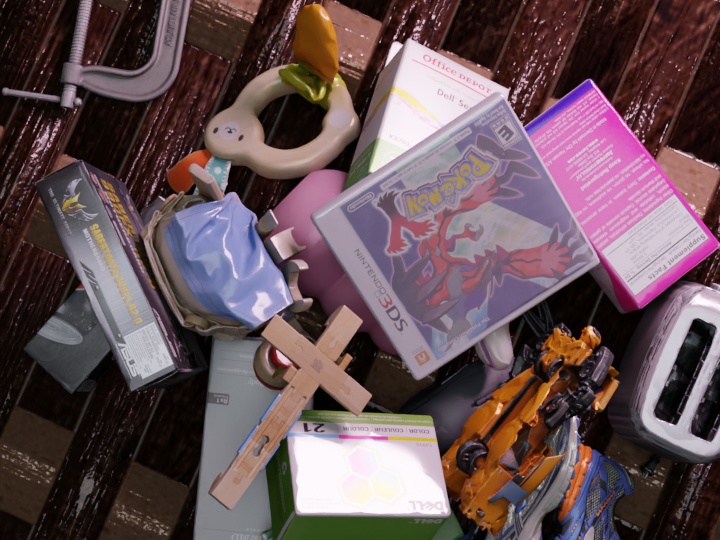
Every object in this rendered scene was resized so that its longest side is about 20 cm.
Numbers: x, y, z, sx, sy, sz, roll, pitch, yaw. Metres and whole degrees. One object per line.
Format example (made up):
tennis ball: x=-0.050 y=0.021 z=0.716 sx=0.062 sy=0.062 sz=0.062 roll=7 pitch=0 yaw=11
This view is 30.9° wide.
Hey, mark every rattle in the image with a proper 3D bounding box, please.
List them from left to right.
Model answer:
rattle: x=-0.105 y=-0.148 z=1.241 sx=0.198 sy=0.143 sz=0.131 roll=-20 pitch=78 yaw=-2

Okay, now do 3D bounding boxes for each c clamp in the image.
c clamp: x=-0.258 y=-0.253 z=1.316 sx=0.169 sy=0.027 sz=0.202 roll=15 pitch=87 yaw=3

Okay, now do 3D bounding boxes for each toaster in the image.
toaster: x=0.306 y=0.102 z=1.220 sx=0.113 sy=0.129 sz=0.201 roll=26 pitch=87 yaw=4

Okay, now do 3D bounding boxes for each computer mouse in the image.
computer mouse: x=0.115 y=0.094 z=1.259 sx=0.199 sy=0.046 sz=0.141 roll=-22 pitch=84 yaw=-7

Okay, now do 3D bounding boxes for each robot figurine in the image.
robot figurine: x=0.152 y=0.135 z=1.167 sx=0.058 sy=0.145 sz=0.200 roll=42 pitch=89 yaw=-19

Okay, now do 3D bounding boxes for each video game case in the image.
video game case: x=0.085 y=-0.028 z=1.150 sx=0.199 sy=0.023 sz=0.183 roll=-33 pitch=107 yaw=2

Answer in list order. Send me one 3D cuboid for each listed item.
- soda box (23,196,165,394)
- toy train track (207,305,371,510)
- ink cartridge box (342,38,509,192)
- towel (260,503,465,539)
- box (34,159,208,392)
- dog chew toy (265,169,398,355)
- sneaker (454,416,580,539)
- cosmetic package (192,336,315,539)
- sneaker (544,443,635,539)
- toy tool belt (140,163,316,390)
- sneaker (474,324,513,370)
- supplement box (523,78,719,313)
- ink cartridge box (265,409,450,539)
soda box: x=-0.234 y=0.025 z=1.278 sx=0.071 sy=0.063 sz=0.200 roll=41 pitch=88 yaw=4
toy train track: x=-0.067 y=0.116 z=1.124 sx=0.115 sy=0.032 sz=0.201 roll=41 pitch=70 yaw=-16
ink cartridge box: x=0.067 y=-0.135 z=1.224 sx=0.116 sy=0.067 sz=0.201 roll=24 pitch=59 yaw=-14
towel: x=0.012 y=0.270 z=1.221 sx=0.199 sy=0.031 sz=0.150 roll=-26 pitch=86 yaw=-36
box: x=-0.209 y=0.009 z=1.167 sx=0.048 sy=0.158 sz=0.201 roll=-25 pitch=85 yaw=2
dog chew toy: x=0.000 y=0.000 z=1.246 sx=0.125 sy=0.125 sz=0.200 roll=-45 pitch=93 yaw=-1
sneaker: x=0.145 y=0.202 z=1.228 sx=0.085 sy=0.077 sz=0.202 roll=20 pitch=94 yaw=-8
cosmetic package: x=-0.100 y=0.167 z=1.252 sx=0.106 sy=0.090 sz=0.202 roll=4 pitch=83 yaw=-1
sneaker: x=0.213 y=0.270 z=1.241 sx=0.078 sy=0.075 sz=0.202 roll=14 pitch=88 yaw=0
toy tool belt: x=-0.104 y=0.008 z=1.152 sx=0.125 sy=0.123 sz=0.201 roll=-36 pitch=86 yaw=-33
sneaker: x=0.133 y=-0.005 z=1.241 sx=0.099 sy=0.075 sz=0.202 roll=-7 pitch=67 yaw=-1
supplement box: x=0.235 y=-0.067 z=1.248 sx=0.103 sy=0.101 sz=0.201 roll=-36 pitch=86 yaw=-1
ink cartridge box: x=0.003 y=0.230 z=1.139 sx=0.146 sy=0.076 sz=0.201 roll=4 pitch=51 yaw=-19
